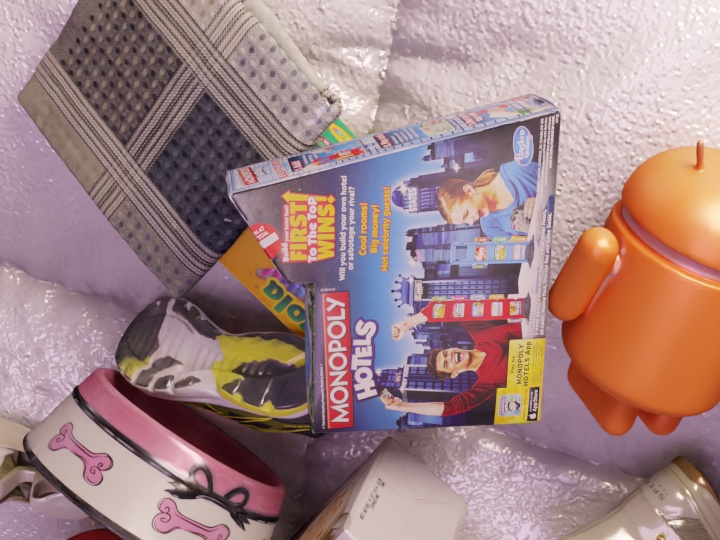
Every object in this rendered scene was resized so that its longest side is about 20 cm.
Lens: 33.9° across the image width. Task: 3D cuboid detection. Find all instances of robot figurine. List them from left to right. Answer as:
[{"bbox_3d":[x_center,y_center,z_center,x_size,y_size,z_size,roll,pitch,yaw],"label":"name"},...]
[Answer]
[{"bbox_3d":[0.197,0.009,0.741,0.142,0.117,0.202,23,119,8],"label":"robot figurine"}]

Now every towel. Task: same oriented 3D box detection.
[{"bbox_3d":[-0.126,-0.114,0.790,0.201,0.034,0.193,50,120,11],"label":"towel"}]

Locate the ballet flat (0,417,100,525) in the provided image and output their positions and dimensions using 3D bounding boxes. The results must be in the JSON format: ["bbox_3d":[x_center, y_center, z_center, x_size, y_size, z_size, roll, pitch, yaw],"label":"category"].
[{"bbox_3d":[-0.270,0.168,0.969,0.197,0.070,0.070,11,117,10],"label":"ballet flat"}]

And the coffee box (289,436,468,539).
[{"bbox_3d":[-0.023,0.228,0.829,0.079,0.115,0.200,39,120,-2],"label":"coffee box"}]

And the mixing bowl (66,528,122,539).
[{"bbox_3d":[-0.199,0.284,0.968,0.197,0.109,0.202,10,135,10],"label":"mixing bowl"}]

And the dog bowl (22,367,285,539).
[{"bbox_3d":[-0.141,0.145,0.861,0.199,0.200,0.074,34,87,-3],"label":"dog bowl"}]

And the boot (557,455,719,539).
[{"bbox_3d":[0.214,0.254,0.849,0.153,0.072,0.202,-29,100,-2],"label":"boot"}]

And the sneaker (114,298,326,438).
[{"bbox_3d":[-0.097,0.082,0.864,0.198,0.075,0.085,14,155,36],"label":"sneaker"}]

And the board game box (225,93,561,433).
[{"bbox_3d":[0.016,-0.005,0.733,0.197,0.062,0.203,-1,107,-8],"label":"board game box"}]

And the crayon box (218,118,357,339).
[{"bbox_3d":[0.000,0.000,0.822,0.200,0.058,0.119,44,117,-8],"label":"crayon box"}]
